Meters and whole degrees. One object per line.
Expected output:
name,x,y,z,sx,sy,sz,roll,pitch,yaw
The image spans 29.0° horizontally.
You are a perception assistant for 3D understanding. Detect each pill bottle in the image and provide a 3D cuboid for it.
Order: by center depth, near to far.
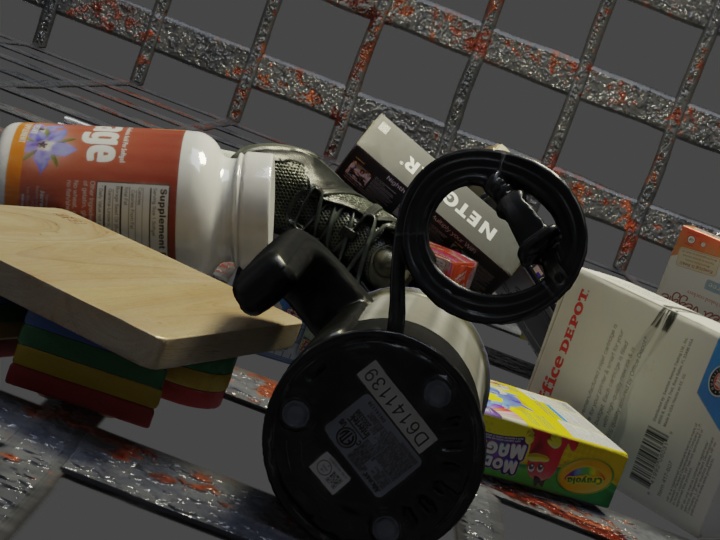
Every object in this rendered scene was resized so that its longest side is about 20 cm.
pill bottle,-0.163,-0.048,1.019,0.197,0.114,0.112,2,9,-2

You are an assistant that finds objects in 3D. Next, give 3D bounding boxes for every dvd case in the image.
dvd case,0.167,0.010,1.466,0.201,0.025,0.150,57,-10,-6

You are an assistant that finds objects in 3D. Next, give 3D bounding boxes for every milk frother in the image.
milk frother,0.043,0.035,0.787,0.198,0.183,0.188,-22,4,8

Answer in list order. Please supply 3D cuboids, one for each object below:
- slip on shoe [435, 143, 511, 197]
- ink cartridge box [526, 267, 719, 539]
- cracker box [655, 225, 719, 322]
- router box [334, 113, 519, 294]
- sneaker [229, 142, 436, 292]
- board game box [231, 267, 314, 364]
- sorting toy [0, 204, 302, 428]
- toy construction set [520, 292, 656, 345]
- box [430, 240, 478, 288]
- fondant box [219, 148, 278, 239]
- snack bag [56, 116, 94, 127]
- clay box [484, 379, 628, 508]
slip on shoe,0.083,-0.088,1.447,0.061,0.076,0.200,42,-28,-8
ink cartridge box,0.237,0.102,1.104,0.084,0.148,0.199,12,12,-42
cracker box,0.344,0.073,1.370,0.133,0.203,0.058,23,9,18
router box,0.054,-0.041,1.406,0.199,0.052,0.157,41,-34,-2
sneaker,-0.016,-0.036,1.123,0.198,0.077,0.114,33,-1,-26
board game box,-0.013,0.045,1.151,0.197,0.062,0.200,21,8,-5
sorting toy,-0.165,0.028,0.843,0.197,0.070,0.200,24,8,18
toy construction set,0.251,0.042,1.585,0.198,0.133,0.092,24,9,24
box,0.000,0.000,1.338,0.198,0.101,0.095,24,9,20
fondant box,-0.142,-0.052,1.220,0.143,0.059,0.199,-17,-9,24
snack bag,-0.259,-0.119,1.602,0.186,0.022,0.200,19,-10,-10
clay box,0.082,0.109,1.015,0.198,0.048,0.115,17,9,-19
